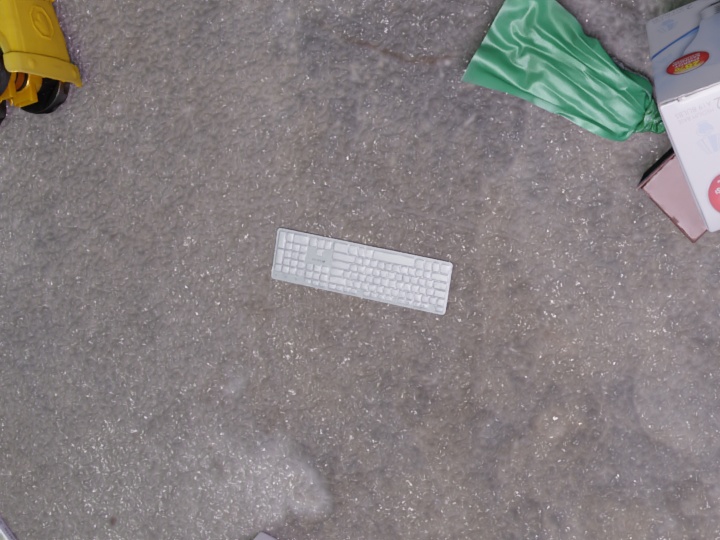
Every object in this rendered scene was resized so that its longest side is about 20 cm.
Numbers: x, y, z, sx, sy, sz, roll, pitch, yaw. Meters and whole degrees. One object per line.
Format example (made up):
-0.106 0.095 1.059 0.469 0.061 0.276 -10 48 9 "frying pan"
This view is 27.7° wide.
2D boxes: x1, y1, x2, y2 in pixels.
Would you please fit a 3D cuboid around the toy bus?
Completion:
-0.425 -0.258 1.591 0.199 0.135 0.194 -16 84 24 "toy bus"

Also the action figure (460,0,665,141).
0.212 -0.187 1.422 0.199 0.055 0.119 31 109 2 "action figure"

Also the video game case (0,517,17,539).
-0.470 0.376 1.807 0.143 0.018 0.201 -37 89 22 "video game case"

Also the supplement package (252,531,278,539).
-0.105 0.433 1.623 0.150 0.152 0.201 25 109 11 "supplement package"

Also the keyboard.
0.000 0.000 1.562 0.198 0.011 0.057 12 106 16 "keyboard"

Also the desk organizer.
0.361 -0.125 1.377 0.077 0.072 0.200 45 112 2 "desk organizer"

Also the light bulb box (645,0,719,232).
0.351 -0.158 1.215 0.197 0.200 0.125 -21 113 17 "light bulb box"
